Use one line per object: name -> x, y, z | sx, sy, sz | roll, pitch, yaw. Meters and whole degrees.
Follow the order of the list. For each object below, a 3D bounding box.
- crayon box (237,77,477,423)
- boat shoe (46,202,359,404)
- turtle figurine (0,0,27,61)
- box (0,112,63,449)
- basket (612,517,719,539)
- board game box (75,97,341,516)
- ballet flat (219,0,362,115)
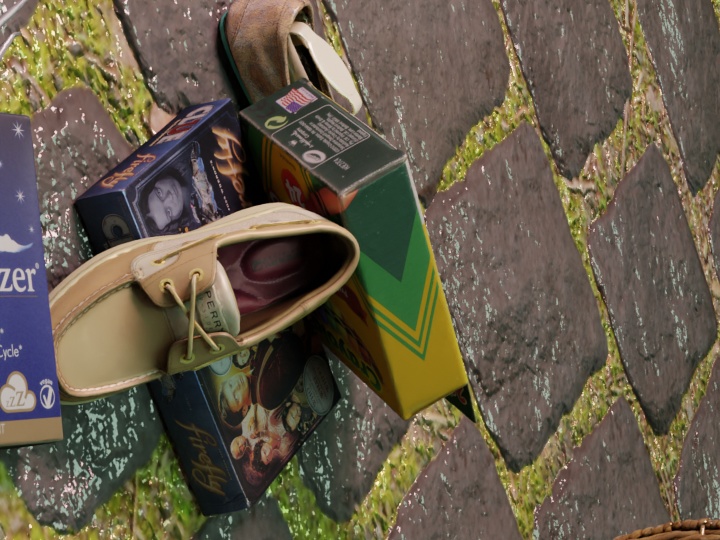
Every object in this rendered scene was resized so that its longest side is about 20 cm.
crayon box -> 0.000, 0.000, 1.299 | 0.051, 0.127, 0.201 | -30, 127, -16
boat shoe -> -0.087, 0.014, 1.159 | 0.199, 0.066, 0.074 | -29, 110, -32
turtle figurine -> -0.226, -0.113, 0.972 | 0.199, 0.101, 0.150 | -15, 59, -48
box -> -0.201, -0.012, 1.063 | 0.121, 0.032, 0.201 | 1, 80, -60
basket -> 0.250, 0.278, 1.609 | 0.149, 0.199, 0.143 | 51, 39, -37
board game box -> -0.083, 0.020, 1.260 | 0.136, 0.034, 0.201 | -48, 123, -54
ballet flat -> -0.024, -0.081, 1.361 | 0.201, 0.067, 0.068 | 66, 31, -24
